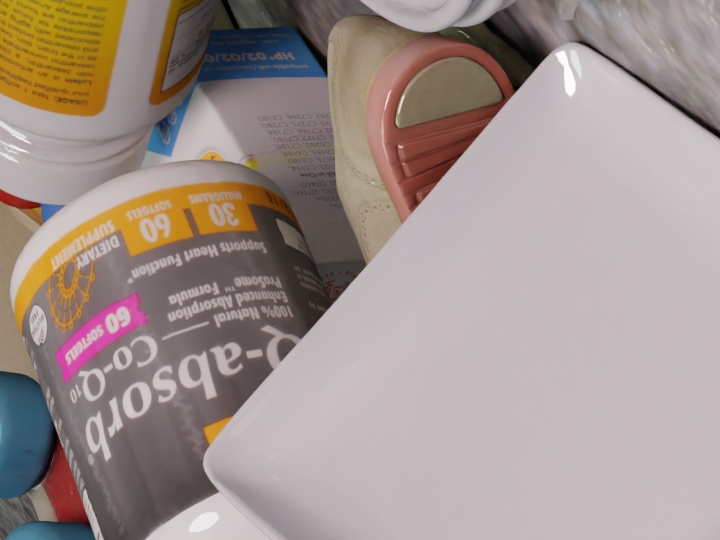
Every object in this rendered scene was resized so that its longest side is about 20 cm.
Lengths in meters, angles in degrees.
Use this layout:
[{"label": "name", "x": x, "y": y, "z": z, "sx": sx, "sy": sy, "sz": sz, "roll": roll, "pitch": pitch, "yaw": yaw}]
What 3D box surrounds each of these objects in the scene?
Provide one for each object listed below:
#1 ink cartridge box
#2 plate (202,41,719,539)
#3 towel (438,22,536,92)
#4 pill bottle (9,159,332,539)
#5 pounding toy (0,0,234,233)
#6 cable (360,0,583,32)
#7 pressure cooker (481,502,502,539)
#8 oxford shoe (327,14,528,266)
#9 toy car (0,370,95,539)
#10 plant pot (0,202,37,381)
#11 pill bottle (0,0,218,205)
[{"label": "ink cartridge box", "x": -0.031, "y": 0.002, "z": 1.214, "sx": 0.200, "sy": 0.068, "sz": 0.115, "roll": 57, "pitch": 140, "yaw": 41}, {"label": "plate", "x": 0.068, "y": 0.043, "z": 0.947, "sx": 0.200, "sy": 0.200, "sz": 0.032, "roll": 39, "pitch": 176, "yaw": 45}, {"label": "towel", "x": 0.083, "y": 0.008, "z": 1.106, "sx": 0.200, "sy": 0.035, "sz": 0.193, "roll": 47, "pitch": 163, "yaw": 29}, {"label": "pill bottle", "x": -0.048, "y": 0.068, "z": 1.073, "sx": 0.116, "sy": 0.116, "sz": 0.200, "roll": 85, "pitch": 163, "yaw": -61}, {"label": "pounding toy", "x": -0.156, "y": -0.095, "z": 1.391, "sx": 0.184, "sy": 0.142, "sz": 0.200, "roll": 34, "pitch": 154, "yaw": 52}, {"label": "cable", "x": 0.003, "y": -0.172, "z": 0.907, "sx": 0.200, "sy": 0.069, "sz": 0.200, "roll": 52, "pitch": 164, "yaw": 11}, {"label": "pressure cooker", "x": 0.127, "y": 0.152, "z": 1.025, "sx": 0.200, "sy": 0.178, "sz": 0.176, "roll": 82, "pitch": 169, "yaw": -59}, {"label": "oxford shoe", "x": 0.034, "y": -0.007, "z": 1.073, "sx": 0.074, "sy": 0.071, "sz": 0.200, "roll": 38, "pitch": 146, "yaw": 52}, {"label": "toy car", "x": -0.061, "y": 0.072, "z": 1.346, "sx": 0.200, "sy": 0.184, "sz": 0.177, "roll": -52, "pitch": 47, "yaw": 31}, {"label": "plant pot", "x": -0.153, "y": -0.001, "z": 1.560, "sx": 0.200, "sy": 0.187, "sz": 0.187, "roll": 69, "pitch": 164, "yaw": 1}, {"label": "pill bottle", "x": -0.110, "y": -0.123, "z": 1.157, "sx": 0.111, "sy": 0.111, "sz": 0.200, "roll": 47, "pitch": 143, "yaw": 25}]
